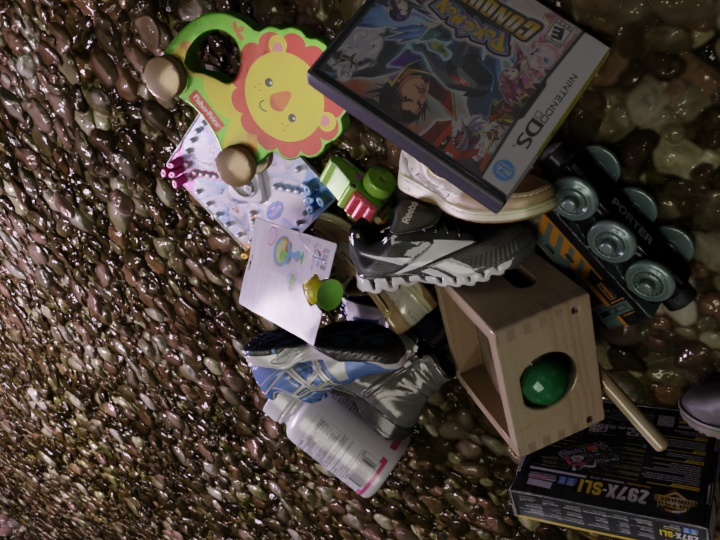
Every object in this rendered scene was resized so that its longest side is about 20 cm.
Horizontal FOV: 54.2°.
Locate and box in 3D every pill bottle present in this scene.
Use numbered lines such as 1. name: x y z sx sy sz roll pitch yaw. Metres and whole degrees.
1. pill bottle: -0.037 0.228 1.033 0.200 0.113 0.114 37 135 5

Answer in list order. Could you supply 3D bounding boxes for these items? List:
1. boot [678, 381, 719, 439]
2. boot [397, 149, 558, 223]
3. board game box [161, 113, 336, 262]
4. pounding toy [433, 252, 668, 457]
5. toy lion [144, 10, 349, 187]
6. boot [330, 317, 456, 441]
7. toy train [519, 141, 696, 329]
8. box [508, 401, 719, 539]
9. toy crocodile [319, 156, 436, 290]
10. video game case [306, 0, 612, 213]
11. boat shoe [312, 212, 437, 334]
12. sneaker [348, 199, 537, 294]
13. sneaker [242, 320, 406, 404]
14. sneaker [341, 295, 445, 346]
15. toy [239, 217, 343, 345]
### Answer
1. boot: 0.364 0.066 0.664 0.182 0.072 0.201 4 119 63
2. boot: 0.099 -0.135 0.655 0.200 0.072 0.156 29 130 52
3. board game box: -0.154 -0.113 0.916 0.200 0.026 0.200 46 136 -5
4. pounding toy: 0.189 0.086 0.726 0.200 0.141 0.185 -126 17 -60
5. toy lion: -0.112 -0.203 0.781 0.191 0.069 0.200 -35 98 28
6. boot: 0.012 0.100 0.851 0.200 0.068 0.131 35 116 13
7. toy train: 0.230 -0.031 0.683 0.200 0.085 0.114 46 145 -4
8. box: 0.284 0.215 0.773 0.199 0.160 0.050 0 124 33
9. toy crocodile: 0.033 -0.054 0.808 0.200 0.062 0.068 43 135 0
10. video game case: 0.086 -0.176 0.606 0.200 0.181 0.026 35 167 6
11. boat shoe: 0.000 0.000 0.823 0.200 0.066 0.074 39 174 38
12. sneaker: 0.072 -0.031 0.703 0.199 0.067 0.091 -8 122 27
13. sneaker: -0.037 0.107 0.811 0.199 0.076 0.077 -5 109 26
14. sneaker: 0.007 0.069 0.917 0.199 0.081 0.115 -29 97 41
15. toy: -0.080 0.009 0.853 0.200 0.047 0.116 21 99 57
